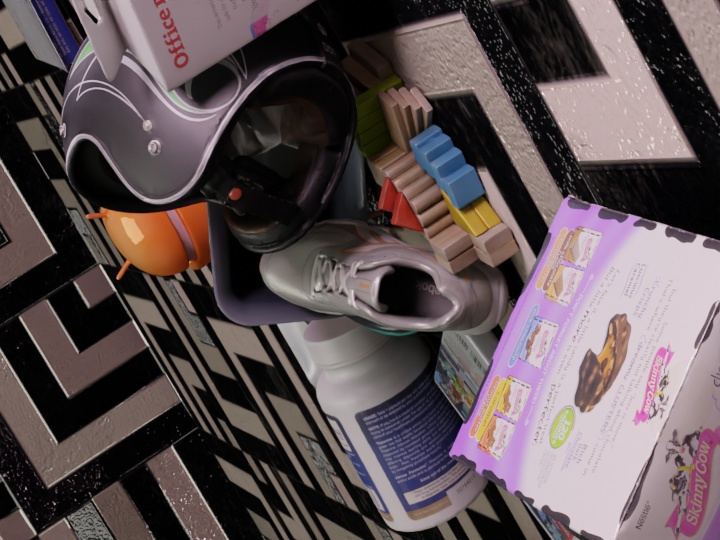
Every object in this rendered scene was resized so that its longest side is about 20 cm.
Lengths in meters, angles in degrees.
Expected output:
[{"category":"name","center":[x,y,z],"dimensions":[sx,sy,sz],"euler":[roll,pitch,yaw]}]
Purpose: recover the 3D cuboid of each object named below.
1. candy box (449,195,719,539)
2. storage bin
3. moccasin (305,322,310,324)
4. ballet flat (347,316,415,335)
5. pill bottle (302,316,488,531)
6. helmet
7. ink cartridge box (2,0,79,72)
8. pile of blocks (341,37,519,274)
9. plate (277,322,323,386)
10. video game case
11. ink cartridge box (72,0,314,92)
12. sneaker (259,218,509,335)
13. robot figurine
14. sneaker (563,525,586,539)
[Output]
[{"category":"candy box","center":[0.148,0.061,1.119],"dimensions":[0.071,0.169,0.200],"euler":[25,180,-24]},{"category":"storage bin","center":[-0.058,-0.072,1.650],"dimensions":[0.134,0.144,0.202],"euler":[-132,37,-76]},{"category":"moccasin","center":[-0.008,0.093,2.001],"dimensions":[0.201,0.068,0.080],"euler":[59,167,-7]},{"category":"ballet flat","center":[0.000,0.000,1.763],"dimensions":[0.073,0.073,0.200],"euler":[63,168,-23]},{"category":"pill bottle","center":[0.028,0.124,1.844],"dimensions":[0.201,0.110,0.111],"euler":[62,166,-19]},{"category":"helmet","center":[-0.117,-0.117,1.471],"dimensions":[0.190,0.200,0.201],"euler":[33,155,37]},{"category":"ink cartridge box","center":[-0.411,-0.346,2.529],"dimensions":[0.199,0.047,0.200],"euler":[64,164,-19]},{"category":"pile of blocks","center":[0.031,-0.077,1.478],"dimensions":[0.200,0.062,0.082],"euler":[52,166,22]},{"category":"plate","center":[-0.057,0.046,2.151],"dimensions":[0.201,0.032,0.199],"euler":[61,167,-15]},{"category":"video game case","center":[0.131,0.134,1.690],"dimensions":[0.201,0.023,0.183],"euler":[53,166,16]},{"category":"ink cartridge box","center":[-0.112,-0.228,1.348],"dimensions":[0.125,0.199,0.129],"euler":[45,162,44]},{"category":"sneaker","center":[0.006,0.005,1.524],"dimensions":[0.198,0.092,0.077],"euler":[7,96,26]},{"category":"robot figurine","center":[-0.149,-0.074,1.841],"dimensions":[0.117,0.199,0.144],"euler":[56,168,4]},{"category":"sneaker","center":[0.164,0.126,1.476],"dimensions":[0.079,0.075,0.201],"euler":[23,152,49]}]
